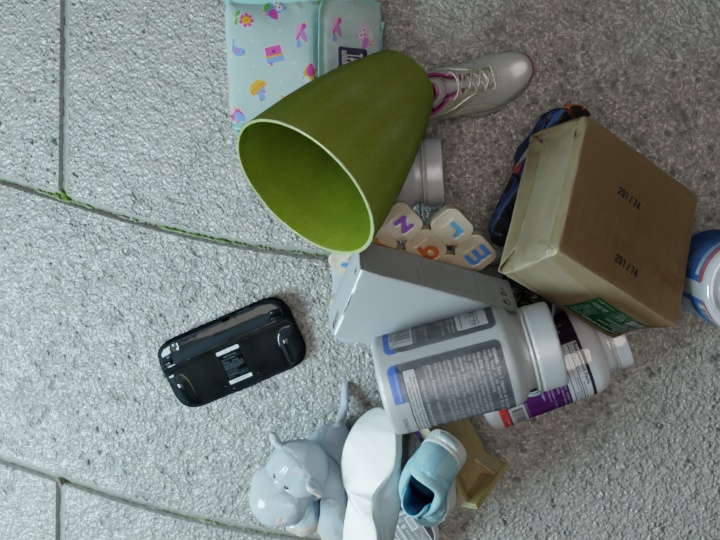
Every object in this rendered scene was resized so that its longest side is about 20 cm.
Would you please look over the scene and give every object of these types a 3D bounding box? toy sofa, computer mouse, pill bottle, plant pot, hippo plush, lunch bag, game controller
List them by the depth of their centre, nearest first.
[{"bbox_3d":[0.121,0.105,0.984,0.199,0.114,0.115,-15,95,6],"label":"pill bottle"},{"bbox_3d":[-0.006,-0.154,1.007,0.187,0.187,0.200,40,62,0],"label":"plant pot"},{"bbox_3d":[0.436,0.008,1.061,0.111,0.200,0.113,0,98,3],"label":"pill bottle"},{"bbox_3d":[-0.067,-0.257,1.122,0.199,0.122,0.172,-2,92,-3],"label":"lunch bag"},{"bbox_3d":[0.097,0.202,1.131,0.097,0.083,0.201,-6,119,46],"label":"toy sofa"},{"bbox_3d":[0.006,-0.119,1.132,0.199,0.112,0.113,-3,96,6],"label":"pill bottle"},{"bbox_3d":[0.240,0.120,1.137,0.199,0.112,0.113,-22,94,6],"label":"pill bottle"},{"bbox_3d":[-0.053,0.274,1.139,0.159,0.161,0.200,44,99,15],"label":"hippo plush"},{"bbox_3d":[-0.177,0.115,1.216,0.199,0.042,0.105,-23,108,7],"label":"game controller"},{"bbox_3d":[0.024,0.390,1.221,0.199,0.044,0.110,-33,88,13],"label":"computer mouse"}]

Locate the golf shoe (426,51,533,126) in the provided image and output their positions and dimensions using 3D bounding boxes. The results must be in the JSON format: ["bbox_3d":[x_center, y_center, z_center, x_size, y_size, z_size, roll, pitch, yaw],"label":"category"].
[{"bbox_3d":[0.126,-0.228,1.122,0.199,0.092,0.076,-19,93,5],"label":"golf shoe"}]

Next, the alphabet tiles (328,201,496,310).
[{"bbox_3d":[0.062,0.009,1.081,0.200,0.015,0.196,-38,121,16],"label":"alphabet tiles"}]

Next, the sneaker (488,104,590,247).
[{"bbox_3d":[0.224,-0.119,1.132,0.075,0.078,0.201,31,93,-23],"label":"sneaker"}]

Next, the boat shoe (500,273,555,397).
[{"bbox_3d":[0.205,0.053,1.083,0.068,0.057,0.201,-6,62,15],"label":"boat shoe"}]

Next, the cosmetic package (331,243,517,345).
[{"bbox_3d":[0.074,0.044,1.051,0.199,0.074,0.102,17,120,-14],"label":"cosmetic package"}]

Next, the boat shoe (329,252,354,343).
[{"bbox_3d":[0.000,0.000,1.130,0.068,0.057,0.201,22,124,15],"label":"boat shoe"}]

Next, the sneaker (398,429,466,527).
[{"bbox_3d":[0.072,0.271,1.078,0.074,0.201,0.082,33,55,24],"label":"sneaker"}]

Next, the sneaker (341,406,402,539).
[{"bbox_3d":[0.024,0.268,1.112,0.075,0.088,0.201,9,93,30],"label":"sneaker"}]

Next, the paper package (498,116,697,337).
[{"bbox_3d":[0.280,-0.045,1.038,0.199,0.103,0.192,28,66,-24],"label":"paper package"}]
